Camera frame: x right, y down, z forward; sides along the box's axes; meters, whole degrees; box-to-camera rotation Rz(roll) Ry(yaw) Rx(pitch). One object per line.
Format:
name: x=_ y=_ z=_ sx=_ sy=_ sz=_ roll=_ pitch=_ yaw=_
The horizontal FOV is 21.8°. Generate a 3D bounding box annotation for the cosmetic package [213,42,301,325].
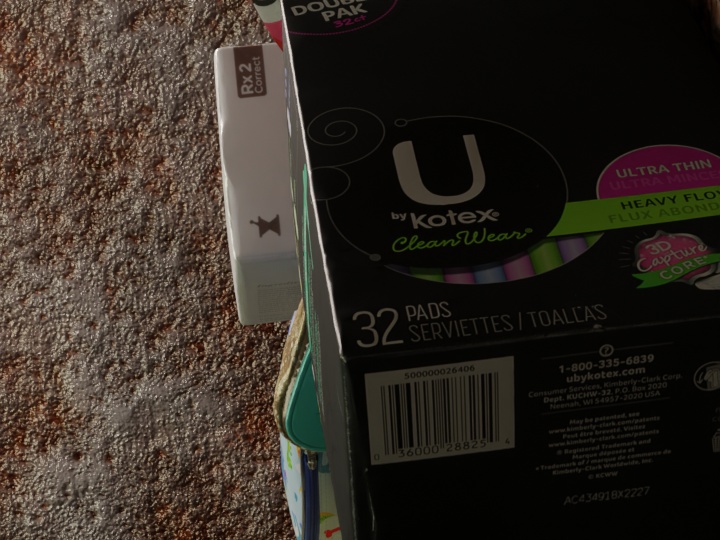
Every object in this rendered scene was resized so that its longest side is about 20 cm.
cosmetic package: x=-0.024 y=-0.067 z=1.439 sx=0.200 sy=0.163 sz=0.167 roll=101 pitch=163 yaw=-75

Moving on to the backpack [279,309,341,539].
backpack: x=0.021 y=0.115 z=1.213 sx=0.183 sy=0.145 sz=0.202 roll=-101 pitch=5 yaw=-69

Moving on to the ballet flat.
ballet flat: x=0.000 y=0.000 z=0.989 sx=0.065 sy=0.070 sz=0.201 roll=-98 pitch=31 yaw=-65

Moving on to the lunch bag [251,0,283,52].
lunch bag: x=-0.011 y=-0.211 z=0.931 sx=0.177 sy=0.081 sz=0.200 roll=61 pitch=-146 yaw=-16

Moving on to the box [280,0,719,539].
box: x=0.055 y=0.001 z=0.629 sx=0.201 sy=0.147 sz=0.125 roll=-101 pitch=6 yaw=-51
